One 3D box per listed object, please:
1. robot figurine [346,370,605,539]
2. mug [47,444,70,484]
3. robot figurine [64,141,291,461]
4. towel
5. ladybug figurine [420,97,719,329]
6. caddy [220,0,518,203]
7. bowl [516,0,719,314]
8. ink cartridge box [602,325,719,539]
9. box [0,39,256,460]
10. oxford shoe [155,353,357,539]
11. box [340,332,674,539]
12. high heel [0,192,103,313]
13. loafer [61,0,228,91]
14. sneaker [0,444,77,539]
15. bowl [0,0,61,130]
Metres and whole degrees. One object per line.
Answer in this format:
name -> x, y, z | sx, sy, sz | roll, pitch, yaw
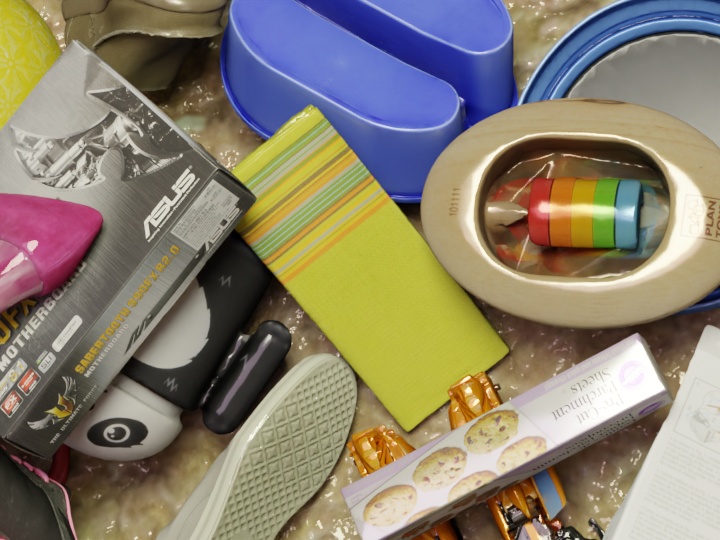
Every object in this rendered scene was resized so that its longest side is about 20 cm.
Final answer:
robot figurine -> 0.075, 0.171, 1.345 | 0.144, 0.058, 0.201 | -29, 72, 8
mug -> -0.290, 0.087, 1.442 | 0.133, 0.176, 0.202 | -28, 63, 46
robot figurine -> -0.132, 0.020, 1.395 | 0.150, 0.125, 0.201 | 28, 85, 42
towel -> 0.000, 0.000, 1.367 | 0.086, 0.018, 0.200 | -37, 108, 7
ladybug figurine -> 0.136, -0.030, 1.324 | 0.198, 0.072, 0.137 | 7, 81, 16
caddy -> 0.006, -0.129, 1.405 | 0.199, 0.105, 0.142 | 30, 65, 13
bowl -> 0.191, -0.070, 1.377 | 0.199, 0.039, 0.203 | -3, 77, 14
ink cartridge box -> 0.229, 0.155, 1.306 | 0.159, 0.047, 0.201 | 26, 68, 2
box -> -0.177, -0.015, 1.332 | 0.200, 0.048, 0.158 | -50, 54, 3
oxford shoe -> -0.072, 0.135, 1.391 | 0.058, 0.075, 0.201 | 25, 82, 54
box -> 0.084, 0.102, 1.307 | 0.199, 0.039, 0.042 | -28, 71, 8
high heel -> -0.237, -0.032, 1.320 | 0.096, 0.068, 0.199 | -37, 34, -24
loafer -> -0.134, -0.147, 1.419 | 0.075, 0.200, 0.068 | -5, 94, -22
sneaker -> -0.217, 0.139, 1.346 | 0.079, 0.095, 0.201 | -17, 105, 37
bowl -> -0.301, -0.118, 1.477 | 0.198, 0.108, 0.202 | -3, 77, 13
